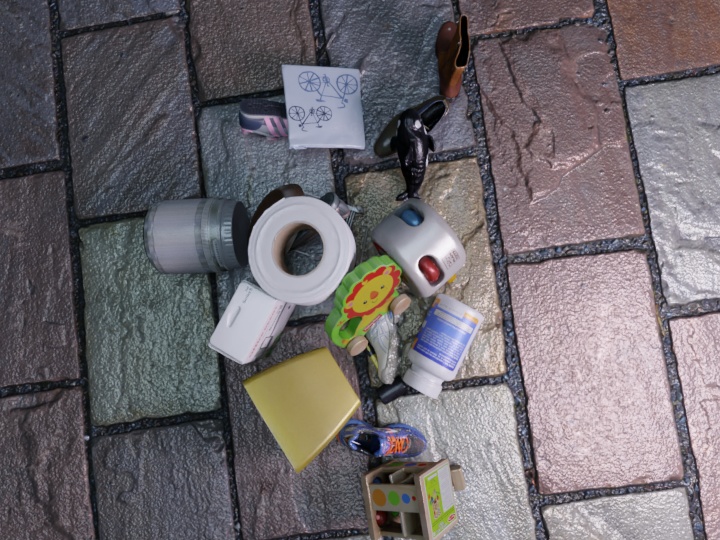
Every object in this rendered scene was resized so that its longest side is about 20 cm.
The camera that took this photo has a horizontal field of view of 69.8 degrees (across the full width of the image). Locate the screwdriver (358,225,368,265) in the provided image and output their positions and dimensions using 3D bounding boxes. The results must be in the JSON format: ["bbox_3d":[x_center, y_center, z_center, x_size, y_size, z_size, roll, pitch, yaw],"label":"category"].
[{"bbox_3d":[0.000,0.000,1.160,0.029,0.028,0.202,18,85,-25],"label":"screwdriver"}]

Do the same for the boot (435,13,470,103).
[{"bbox_3d":[0.195,-0.481,1.098,0.068,0.200,0.191,8,86,4],"label":"boot"}]

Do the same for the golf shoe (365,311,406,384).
[{"bbox_3d":[0.044,0.145,1.119,0.096,0.078,0.202,-2,66,20],"label":"golf shoe"}]

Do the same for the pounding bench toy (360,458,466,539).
[{"bbox_3d":[0.113,0.462,1.073,0.155,0.199,0.126,-14,81,34],"label":"pounding bench toy"}]

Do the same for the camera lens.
[{"bbox_3d":[-0.354,-0.075,1.123,0.197,0.160,0.162,-2,85,4],"label":"camera lens"}]

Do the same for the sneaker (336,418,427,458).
[{"bbox_3d":[0.048,0.366,1.088,0.197,0.078,0.076,8,92,-12],"label":"sneaker"}]

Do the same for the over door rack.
[{"bbox_3d":[-0.107,-0.101,1.155,0.198,0.067,0.149,18,86,5],"label":"over door rack"}]

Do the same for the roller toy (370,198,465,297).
[{"bbox_3d":[0.126,-0.049,1.075,0.139,0.182,0.200,-41,84,-3],"label":"roller toy"}]

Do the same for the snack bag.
[{"bbox_3d":[-0.079,-0.366,1.166,0.186,0.021,0.203,-4,82,-18],"label":"snack bag"}]

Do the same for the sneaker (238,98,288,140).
[{"bbox_3d":[-0.180,-0.336,1.188,0.197,0.082,0.071,10,54,-13],"label":"sneaker"}]

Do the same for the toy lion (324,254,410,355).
[{"bbox_3d":[0.005,0.063,1.016,0.200,0.192,0.069,-45,58,4],"label":"toy lion"}]

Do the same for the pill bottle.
[{"bbox_3d":[0.169,0.161,1.092,0.111,0.112,0.202,28,87,6],"label":"pill bottle"}]

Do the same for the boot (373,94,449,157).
[{"bbox_3d":[0.109,-0.317,1.129,0.199,0.097,0.075,-36,101,12],"label":"boot"}]

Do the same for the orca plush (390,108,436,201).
[{"bbox_3d":[0.095,-0.235,1.104,0.104,0.071,0.202,25,128,17],"label":"orca plush"}]

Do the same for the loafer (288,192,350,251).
[{"bbox_3d":[-0.107,-0.086,1.090,0.199,0.063,0.072,-32,45,28],"label":"loafer"}]

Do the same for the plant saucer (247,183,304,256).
[{"bbox_3d":[-0.191,-0.100,1.106,0.036,0.200,0.202,24,87,-34],"label":"plant saucer"}]

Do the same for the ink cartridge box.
[{"bbox_3d":[-0.217,0.107,1.078,0.083,0.200,0.147,27,88,6],"label":"ink cartridge box"}]

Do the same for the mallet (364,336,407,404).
[{"bbox_3d":[0.039,0.190,1.139,0.065,0.041,0.202,-23,80,0],"label":"mallet"}]

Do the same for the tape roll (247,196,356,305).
[{"bbox_3d":[-0.110,-0.037,0.985,0.200,0.071,0.205,-1,83,10],"label":"tape roll"}]

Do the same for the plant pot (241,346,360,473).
[{"bbox_3d":[-0.110,0.266,1.072,0.175,0.200,0.201,-32,84,-12],"label":"plant pot"}]
